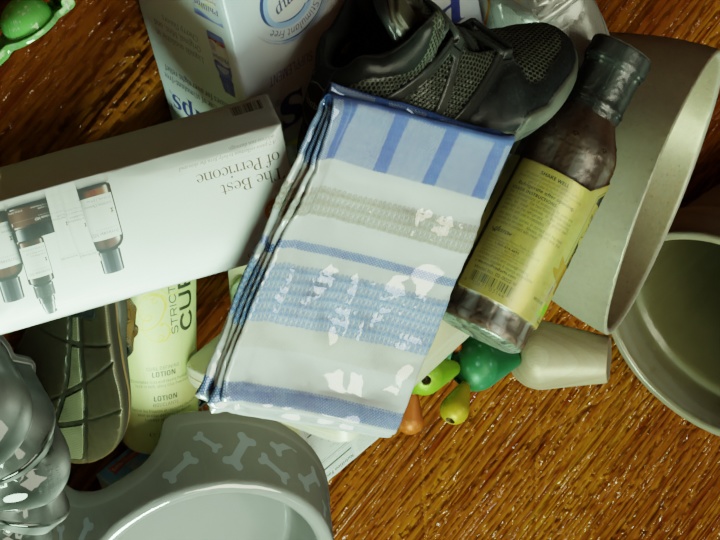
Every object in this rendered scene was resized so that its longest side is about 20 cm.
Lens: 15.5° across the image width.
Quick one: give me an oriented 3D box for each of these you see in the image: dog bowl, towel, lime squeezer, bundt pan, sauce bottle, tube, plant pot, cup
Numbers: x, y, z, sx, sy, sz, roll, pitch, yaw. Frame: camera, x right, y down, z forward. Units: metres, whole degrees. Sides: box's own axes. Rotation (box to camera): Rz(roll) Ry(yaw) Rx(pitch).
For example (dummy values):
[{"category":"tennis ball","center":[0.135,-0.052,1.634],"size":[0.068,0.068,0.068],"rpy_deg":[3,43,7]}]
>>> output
[{"category":"dog bowl","center":[-0.106,0.184,1.680],"size":[0.198,0.059,0.201],"rpy_deg":[-12,130,-14]},{"category":"towel","center":[0.000,0.000,1.516],"size":[0.146,0.024,0.201],"rpy_deg":[13,106,-37]},{"category":"lime squeezer","center":[-0.190,-0.158,1.474],"size":[0.070,0.038,0.201],"rpy_deg":[12,104,-48]},{"category":"bundt pan","center":[-0.253,0.132,1.530],"size":[0.201,0.076,0.203],"rpy_deg":[-17,123,-27]},{"category":"sauce bottle","center":[0.116,-0.048,1.617],"size":[0.065,0.064,0.201],"rpy_deg":[34,83,-49]},{"category":"tube","center":[-0.130,0.018,1.630],"size":[0.058,0.052,0.201],"rpy_deg":[-40,137,-49]},{"category":"plant pot","center":[0.309,0.001,1.978],"size":[0.174,0.199,0.201],"rpy_deg":[-49,141,-36]},{"category":"cup","center":[0.137,-0.077,1.749],"size":[0.200,0.142,0.202],"rpy_deg":[22,90,-78]}]

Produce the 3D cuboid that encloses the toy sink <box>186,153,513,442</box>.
[{"category":"toy sink","center":[-0.007,-0.005,1.644],"size":[0.200,0.130,0.113],"rpy_deg":[-39,137,-42]}]

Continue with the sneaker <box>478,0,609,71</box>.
[{"category":"sneaker","center":[0.094,-0.196,1.631],"size":[0.076,0.092,0.201],"rpy_deg":[-37,99,-11]}]

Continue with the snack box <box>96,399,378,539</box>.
[{"category":"snack box","center":[-0.075,0.119,1.753],"size":[0.200,0.037,0.117],"rpy_deg":[-39,135,-22]}]

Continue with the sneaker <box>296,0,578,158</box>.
[{"category":"sneaker","center":[0.052,-0.128,1.545],"size":[0.198,0.076,0.115],"rpy_deg":[-18,132,-30]}]

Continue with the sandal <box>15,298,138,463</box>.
[{"category":"sandal","center":[-0.168,0.025,1.590],"size":[0.055,0.081,0.202],"rpy_deg":[-39,133,-54]}]

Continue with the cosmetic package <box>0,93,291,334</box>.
[{"category":"cosmetic package","center":[-0.135,-0.029,1.497],"size":[0.198,0.051,0.083],"rpy_deg":[-16,119,-5]}]

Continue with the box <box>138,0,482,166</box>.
[{"category":"box","center":[-0.031,-0.171,1.576],"size":[0.184,0.105,0.201],"rpy_deg":[-36,135,-24]}]

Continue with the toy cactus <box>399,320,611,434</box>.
[{"category":"toy cactus","center":[0.083,0.063,1.758],"size":[0.200,0.164,0.103],"rpy_deg":[13,81,-78]}]
